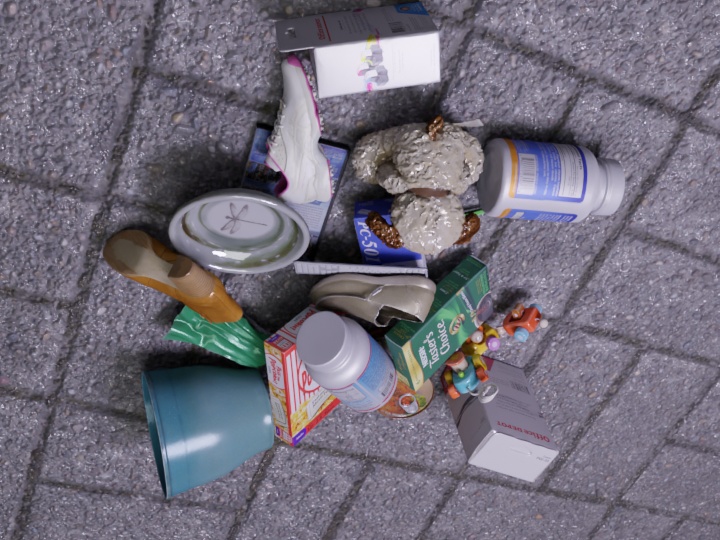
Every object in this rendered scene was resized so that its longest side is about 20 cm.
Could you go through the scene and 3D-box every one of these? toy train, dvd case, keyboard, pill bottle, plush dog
[{"bbox_3d":[0.209,0.121,1.309,0.056,0.201,0.149,51,148,-19],"label":"toy train"},{"bbox_3d":[-0.108,-0.107,1.179,0.140,0.018,0.203,10,121,-18],"label":"dvd case"},{"bbox_3d":[0.000,0.000,1.197,0.195,0.011,0.056,3,170,-1],"label":"keyboard"},{"bbox_3d":[-0.022,0.138,1.230,0.107,0.110,0.200,-27,148,9],"label":"pill bottle"},{"bbox_3d":[0.280,-0.130,1.180,0.195,0.113,0.114,3,125,-13],"label":"pill bottle"},{"bbox_3d":[0.093,-0.109,1.097,0.195,0.160,0.176,-2,89,-11],"label":"plush dog"}]

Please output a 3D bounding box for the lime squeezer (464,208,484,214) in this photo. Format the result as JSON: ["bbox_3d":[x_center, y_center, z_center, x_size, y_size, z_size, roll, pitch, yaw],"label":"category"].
[{"bbox_3d":[0.124,-0.099,1.227,0.196,0.038,0.072,15,90,-19],"label":"lime squeezer"}]

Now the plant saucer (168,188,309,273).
[{"bbox_3d":[-0.168,-0.065,1.130,0.195,0.051,0.201,-1,150,0],"label":"plant saucer"}]

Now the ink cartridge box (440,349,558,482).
[{"bbox_3d":[0.233,0.246,1.378,0.144,0.202,0.084,21,120,-23],"label":"ink cartridge box"}]

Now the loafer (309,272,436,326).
[{"bbox_3d":[0.016,0.047,1.208,0.195,0.070,0.076,-4,156,16],"label":"loafer"}]

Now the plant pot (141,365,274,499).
[{"bbox_3d":[-0.244,0.241,1.302,0.184,0.201,0.204,-11,128,-20],"label":"plant pot"}]

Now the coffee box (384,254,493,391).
[{"bbox_3d":[0.129,0.084,1.274,0.199,0.044,0.124,-41,140,-21],"label":"coffee box"}]

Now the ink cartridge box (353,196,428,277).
[{"bbox_3d":[0.052,-0.019,1.235,0.092,0.045,0.203,-6,131,9],"label":"ink cartridge box"}]

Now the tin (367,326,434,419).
[{"bbox_3d":[0.057,0.179,1.400,0.110,0.042,0.202,-22,125,10],"label":"tin"}]

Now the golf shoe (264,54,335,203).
[{"bbox_3d":[-0.092,-0.182,1.081,0.089,0.076,0.204,-12,113,-5],"label":"golf shoe"}]

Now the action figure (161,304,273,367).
[{"bbox_3d":[-0.203,0.102,1.285,0.198,0.055,0.119,31,112,-25],"label":"action figure"}]

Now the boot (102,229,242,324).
[{"bbox_3d":[-0.273,0.018,1.169,0.072,0.198,0.145,-59,145,-20],"label":"boot"}]

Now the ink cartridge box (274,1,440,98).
[{"bbox_3d":[-0.006,-0.279,1.018,0.195,0.116,0.069,-8,126,-4],"label":"ink cartridge box"}]

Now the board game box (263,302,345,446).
[{"bbox_3d":[-0.083,0.160,1.300,0.151,0.046,0.203,-39,139,-39],"label":"board game box"}]
